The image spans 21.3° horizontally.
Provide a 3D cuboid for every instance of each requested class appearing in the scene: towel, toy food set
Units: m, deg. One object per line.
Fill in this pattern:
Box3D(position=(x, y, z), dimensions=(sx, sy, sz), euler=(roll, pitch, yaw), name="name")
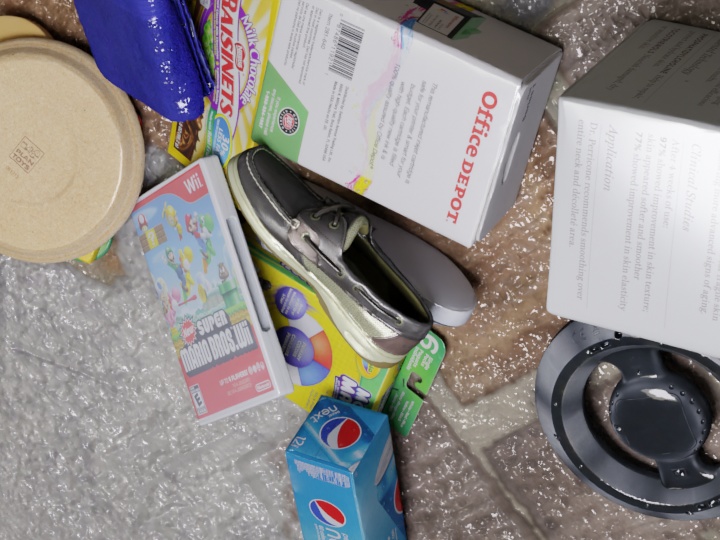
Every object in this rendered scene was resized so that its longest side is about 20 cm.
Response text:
Box3D(position=(-0.181, -0.223, 1.490), dimensions=(0.148, 0.050, 0.200), euler=(35, 148, 44), name="towel")
Box3D(position=(-0.276, -0.101, 1.626), dimensions=(0.200, 0.049, 0.198), euler=(27, 106, 6), name="toy food set")

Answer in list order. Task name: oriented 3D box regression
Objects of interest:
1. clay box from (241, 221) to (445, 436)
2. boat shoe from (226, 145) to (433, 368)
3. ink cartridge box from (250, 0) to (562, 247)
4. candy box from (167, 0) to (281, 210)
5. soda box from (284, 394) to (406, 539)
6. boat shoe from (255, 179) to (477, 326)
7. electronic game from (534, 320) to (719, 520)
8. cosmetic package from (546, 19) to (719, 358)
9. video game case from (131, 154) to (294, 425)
Box3D(position=(-0.035, 0.057, 1.589), dimensions=(0.200, 0.048, 0.115), euler=(32, 128, 14), name="clay box")
Box3D(position=(-0.018, -0.020, 1.447), dimensions=(0.066, 0.072, 0.201), euler=(-38, 90, 34), name="boat shoe")
Box3D(position=(0.033, -0.130, 1.431), dimensions=(0.200, 0.084, 0.145), euler=(27, 125, 17), name="ink cartridge box")
Box3D(position=(-0.101, -0.157, 1.514), dimensions=(0.102, 0.026, 0.200), euler=(37, 129, 33), name="candy box")
Box3D(position=(-0.008, 0.198, 1.597), dimensions=(0.064, 0.068, 0.200), euler=(16, 140, 22), name="soda box")
Box3D(position=(0.000, 0.000, 1.523), dimensions=(0.200, 0.072, 0.068), euler=(30, 121, 17), name="boat shoe")
Box3D(position=(0.229, 0.109, 1.464), dimensions=(0.200, 0.042, 0.200), euler=(13, 126, 19), name="electronic game")
Box3D(position=(0.250, -0.051, 1.293), dimensions=(0.200, 0.166, 0.168), euler=(15, 121, 24), name="cosmetic package")
Box3D(position=(-0.125, 0.019, 1.573), dimensions=(0.143, 0.017, 0.200), euler=(-24, 82, 55), name="video game case")
